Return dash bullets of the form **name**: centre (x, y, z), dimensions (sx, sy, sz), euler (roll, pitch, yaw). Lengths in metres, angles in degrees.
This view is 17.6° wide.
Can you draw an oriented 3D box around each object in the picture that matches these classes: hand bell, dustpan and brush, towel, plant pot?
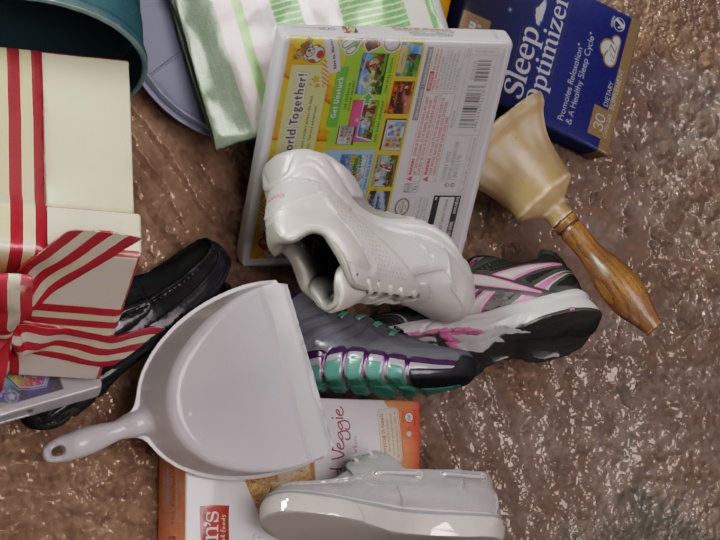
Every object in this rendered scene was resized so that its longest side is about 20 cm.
- **hand bell**: centre (0.167, -0.032, 1.827), dimensions (0.104, 0.104, 0.200), euler (-37, 82, -25)
- **dustpan and brush**: centre (-0.131, 0.100, 1.667), dimensions (0.199, 0.057, 0.141), euler (-20, 98, -30)
- **towel**: centre (-0.038, -0.193, 1.743), dimensions (0.198, 0.023, 0.154), euler (-18, 89, -12)
- **plant pot**: centre (-0.245, -0.227, 1.621), dimensions (0.199, 0.200, 0.190), euler (10, 66, -27)

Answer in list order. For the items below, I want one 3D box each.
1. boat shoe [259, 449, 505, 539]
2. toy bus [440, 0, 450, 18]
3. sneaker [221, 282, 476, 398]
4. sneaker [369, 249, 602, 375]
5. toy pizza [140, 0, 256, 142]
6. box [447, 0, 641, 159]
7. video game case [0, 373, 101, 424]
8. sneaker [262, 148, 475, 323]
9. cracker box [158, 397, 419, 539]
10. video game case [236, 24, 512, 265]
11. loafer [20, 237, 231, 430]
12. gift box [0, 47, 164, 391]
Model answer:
- **boat shoe**: centre (0.016, 0.168, 1.723), dimensions (0.198, 0.072, 0.069), euler (5, 62, -21)
- **toy bus**: centre (0.025, -0.165, 1.807), dimensions (0.065, 0.078, 0.202), euler (15, 78, -10)
- **sneaker**: centre (-0.012, 0.046, 1.743), dimensions (0.198, 0.074, 0.088), euler (1, 76, 1)
- **sneaker**: centre (0.084, 0.034, 1.837), dimensions (0.198, 0.081, 0.087), euler (-8, 51, -17)
- **toy pizza**: centre (-0.099, -0.197, 1.778), dimensions (0.199, 0.032, 0.202), euler (3, 83, -29)
- **box**: centre (0.131, -0.184, 1.899), dimensions (0.199, 0.032, 0.122), euler (22, 76, -23)
- **video game case**: centre (-0.296, 0.049, 1.615), dimensions (0.199, 0.018, 0.144), euler (-15, 65, -24)
- **sneaker**: centre (0.000, 0.000, 1.722), dimensions (0.199, 0.078, 0.100), euler (31, 51, -25)
- **cracker box**: centre (-0.052, 0.163, 1.753), dimensions (0.198, 0.058, 0.135), euler (3, 83, -27)
- **video game case**: centre (0.009, -0.091, 1.750), dimensions (0.180, 0.023, 0.201), euler (-1, 125, -19)
- **loafer**: centre (-0.179, 0.034, 1.692), dimensions (0.200, 0.068, 0.071), euler (-39, 111, -22)
- **gift box**: centre (-0.226, -0.032, 1.564), dimensions (0.198, 0.185, 0.188), euler (3, 57, -11)
